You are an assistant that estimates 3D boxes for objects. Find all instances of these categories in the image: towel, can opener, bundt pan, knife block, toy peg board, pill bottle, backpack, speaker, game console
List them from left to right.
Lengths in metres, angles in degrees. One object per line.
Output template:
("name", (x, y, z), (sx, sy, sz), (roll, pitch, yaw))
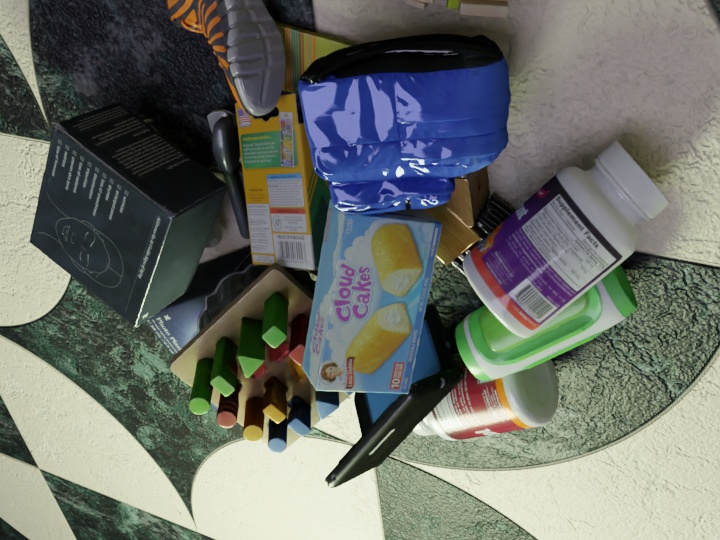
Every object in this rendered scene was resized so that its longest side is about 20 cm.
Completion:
("can opener", (-0.163, -0.120, 1.083), (0.052, 0.067, 0.202), (9, 135, 24))
("bundt pan", (-0.122, 0.096, 1.094), (0.198, 0.076, 0.205), (-2, 110, -6))
("toy peg board", (-0.104, 0.137, 1.009), (0.199, 0.098, 0.199), (-41, 113, 17))
("towel", (-0.025, -0.226, 0.937), (0.197, 0.018, 0.087), (20, 138, 17))
("game console", (0.028, 0.160, 1.059), (0.117, 0.175, 0.201), (50, 120, 21))
("backpack", (0.053, -0.152, 0.826), (0.196, 0.163, 0.170), (-8, 116, 7))
("knife block", (0.101, -0.053, 0.967), (0.197, 0.064, 0.178), (8, 129, 26))
("pill bottle", (0.152, 0.162, 1.084), (0.198, 0.113, 0.113), (-21, 114, 43))
("speaker", (0.210, 0.053, 0.939), (0.198, 0.089, 0.089), (-30, 109, 24))
("pill bottle", (0.211, -0.034, 0.841), (0.200, 0.112, 0.111), (-42, 100, 18))

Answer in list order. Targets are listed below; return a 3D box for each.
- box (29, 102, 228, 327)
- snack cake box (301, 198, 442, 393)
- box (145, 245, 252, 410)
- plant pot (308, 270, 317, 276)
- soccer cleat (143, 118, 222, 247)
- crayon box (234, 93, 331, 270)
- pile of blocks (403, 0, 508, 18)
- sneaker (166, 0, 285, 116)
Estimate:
("box", (-0.308, -0.074, 1.076), (0.196, 0.124, 0.201), (37, 126, 10))
("snack cake box", (0.010, 0.031, 0.908), (0.113, 0.067, 0.203), (4, 107, -20))
("box", (-0.188, 0.089, 1.232), (0.197, 0.124, 0.201), (-18, 116, 39))
("plant pot", (-0.028, -0.063, 1.069), (0.197, 0.028, 0.202), (18, 134, 19))
("soccer cleat", (-0.258, -0.118, 1.141), (0.077, 0.069, 0.201), (-28, 105, 41))
("crayon box", (-0.088, -0.107, 0.994), (0.125, 0.051, 0.204), (5, 105, 47))
("pile of blocks", (0.054, -0.299, 0.774), (0.197, 0.082, 0.063), (21, 135, 16))
("sneaker", (-0.154, -0.269, 0.928), (0.111, 0.077, 0.203), (-7, 97, 45))
